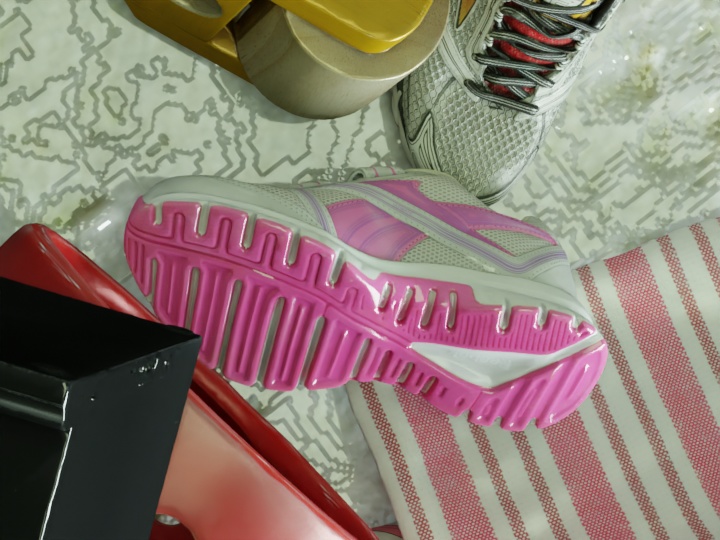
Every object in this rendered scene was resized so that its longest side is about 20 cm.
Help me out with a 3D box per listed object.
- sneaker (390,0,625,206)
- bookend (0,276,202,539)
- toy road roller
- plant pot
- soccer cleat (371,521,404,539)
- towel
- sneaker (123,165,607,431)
[{"bbox_3d":[0.067,-0.115,1.135,0.078,0.082,0.200,12,111,-15],"label":"sneaker"},{"bbox_3d":[-0.134,0.108,0.873,0.092,0.199,0.200,16,95,6],"label":"bookend"},{"bbox_3d":[-0.044,-0.168,1.110,0.200,0.123,0.146,32,75,-10],"label":"toy road roller"},{"bbox_3d":[-0.116,0.109,1.066,0.182,0.200,0.200,-44,99,0],"label":"plant pot"},{"bbox_3d":[0.070,0.143,1.161,0.200,0.076,0.067,7,90,-11],"label":"soccer cleat"},{"bbox_3d":[0.104,0.063,1.156,0.200,0.030,0.146,-20,64,-10],"label":"towel"},{"bbox_3d":[0.000,0.000,1.128,0.200,0.088,0.081,17,126,-15],"label":"sneaker"}]
